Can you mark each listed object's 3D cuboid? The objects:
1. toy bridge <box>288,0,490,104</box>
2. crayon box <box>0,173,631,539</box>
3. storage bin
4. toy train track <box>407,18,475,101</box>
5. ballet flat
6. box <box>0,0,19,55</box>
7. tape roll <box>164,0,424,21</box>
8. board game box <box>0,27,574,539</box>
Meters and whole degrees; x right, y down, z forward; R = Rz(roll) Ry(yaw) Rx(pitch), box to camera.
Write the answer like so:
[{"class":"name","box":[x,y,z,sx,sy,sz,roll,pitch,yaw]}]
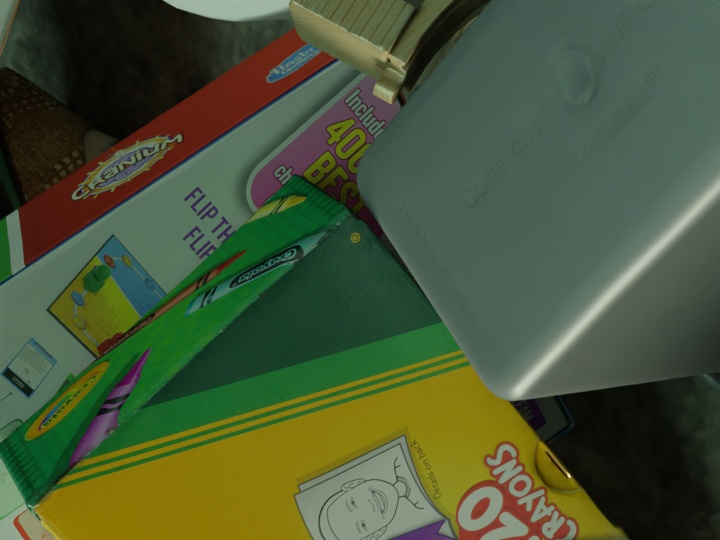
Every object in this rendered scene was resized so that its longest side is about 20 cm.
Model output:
[{"class":"toy bridge","box":[0.057,-0.128,0.651,0.067,0.027,0.200,28,77,14]},{"class":"crayon box","box":[0.005,0.086,0.690,0.200,0.119,0.058,49,175,-22]},{"class":"storage bin","box":[0.103,-0.041,0.629,0.146,0.134,0.200,57,131,19]},{"class":"toy train track","box":[0.000,0.000,0.771,0.114,0.033,0.200,28,108,-8]},{"class":"ballet flat","box":[-0.082,0.008,0.867,0.065,0.071,0.201,-23,73,9]},{"class":"box","box":[-0.180,-0.043,0.788,0.124,0.097,0.201,131,157,-63]},{"class":"tape roll","box":[-0.019,-0.180,0.752,0.202,0.071,0.203,10,104,46]},{"class":"board game box","box":[-0.052,0.040,0.717,0.153,0.200,0.040,61,169,-26]}]
